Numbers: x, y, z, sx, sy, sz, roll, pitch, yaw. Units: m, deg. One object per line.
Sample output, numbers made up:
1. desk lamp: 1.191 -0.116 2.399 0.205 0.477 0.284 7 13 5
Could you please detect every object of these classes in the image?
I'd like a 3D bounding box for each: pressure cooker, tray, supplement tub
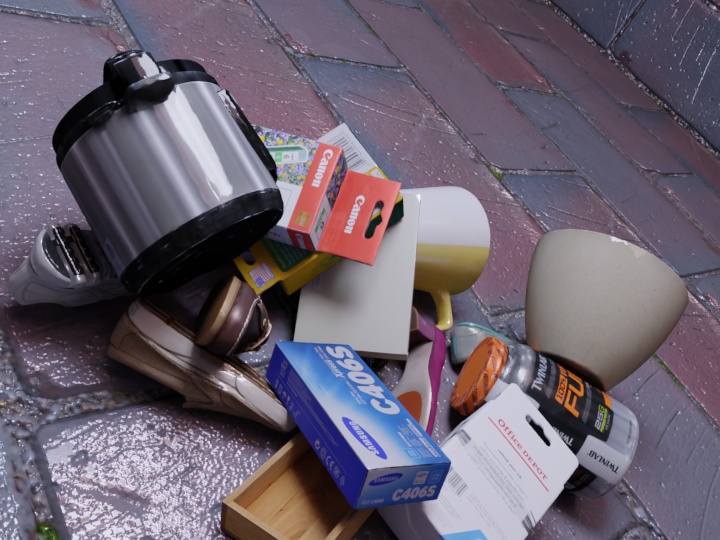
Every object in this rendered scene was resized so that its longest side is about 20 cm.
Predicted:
1. pressure cooker: -0.185 -0.099 0.661 0.202 0.175 0.178 58 23 4
2. tray: -0.029 0.196 0.667 0.097 0.038 0.199 23 30 23
3. supplement tub: 0.214 0.170 0.837 0.198 0.123 0.123 31 35 -4

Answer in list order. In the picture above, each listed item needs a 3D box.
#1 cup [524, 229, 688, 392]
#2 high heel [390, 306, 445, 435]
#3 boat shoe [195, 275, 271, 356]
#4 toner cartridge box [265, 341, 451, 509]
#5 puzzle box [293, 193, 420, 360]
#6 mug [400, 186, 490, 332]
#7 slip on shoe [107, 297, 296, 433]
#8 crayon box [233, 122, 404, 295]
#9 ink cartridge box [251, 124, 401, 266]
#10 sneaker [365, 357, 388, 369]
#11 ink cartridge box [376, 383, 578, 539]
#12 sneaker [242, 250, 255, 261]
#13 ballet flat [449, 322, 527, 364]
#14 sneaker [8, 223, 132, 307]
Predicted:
1. cup: 0.285 0.066 0.884 0.198 0.200 0.145 31 73 -3
2. high heel: 0.077 0.145 0.825 0.096 0.067 0.203 47 39 -40
3. boat shoe: -0.119 0.047 0.695 0.070 0.071 0.200 34 -1 -12
4. toner cartridge box: -0.009 0.138 0.671 0.094 0.044 0.200 5 23 -34
5. puzzle box: 0.000 0.000 0.828 0.130 0.026 0.203 4 68 8
6. mug: 0.077 -0.029 0.932 0.151 0.150 0.188 2 47 -42
7. slip on shoe: -0.150 0.107 0.685 0.199 0.061 0.076 38 -2 -21
8. crayon box: -0.064 -0.064 0.819 0.198 0.052 0.126 -34 69 -9
9. ink cartridge box: -0.064 -0.086 0.772 0.197 0.050 0.111 16 71 13
10. sneaker: -0.021 0.035 0.871 0.084 0.078 0.202 -24 66 -10
11. ink cartridge box: 0.125 0.218 0.720 0.199 0.068 0.117 -30 77 -41
12. sneaker: -0.109 -0.065 0.902 0.198 0.071 0.073 -14 56 -43
13. ballet flat: 0.204 0.122 0.953 0.197 0.067 0.065 15 66 -23
14. sneaker: -0.260 -0.002 0.712 0.076 0.081 0.199 61 22 14
